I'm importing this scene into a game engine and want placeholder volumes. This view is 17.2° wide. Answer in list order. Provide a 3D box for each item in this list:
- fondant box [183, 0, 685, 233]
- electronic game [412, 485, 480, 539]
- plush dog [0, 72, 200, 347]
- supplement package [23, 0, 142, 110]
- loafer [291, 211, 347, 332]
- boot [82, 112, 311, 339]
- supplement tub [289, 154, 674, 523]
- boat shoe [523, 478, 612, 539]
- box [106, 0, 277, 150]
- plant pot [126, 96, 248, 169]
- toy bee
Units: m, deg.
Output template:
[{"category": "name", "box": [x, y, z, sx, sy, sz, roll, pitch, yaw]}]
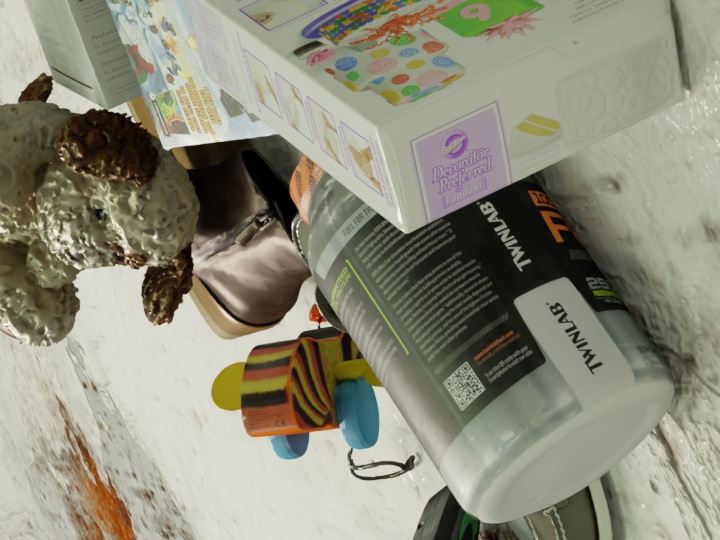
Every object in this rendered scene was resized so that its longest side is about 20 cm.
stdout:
[{"category": "fondant box", "box": [0.027, -0.104, 1.057, 0.200, 0.144, 0.058, 39, 150, 53]}, {"category": "electronic game", "box": [0.044, 0.222, 1.449, 0.042, 0.200, 0.200, 12, 145, 9]}, {"category": "plush dog", "box": [-0.181, -0.050, 1.548, 0.172, 0.161, 0.200, 12, 148, 28]}, {"category": "supplement package", "box": [-0.162, -0.220, 1.488, 0.114, 0.109, 0.200, 30, 142, 61]}, {"category": "loafer", "box": [0.000, 0.000, 1.400, 0.200, 0.070, 0.070, 24, 137, 64]}, {"category": "boot", "box": [-0.105, -0.054, 1.596, 0.200, 0.072, 0.166, 51, 147, 2]}, {"category": "supplement tub", "box": [0.055, 0.014, 1.179, 0.200, 0.122, 0.123, 56, 161, 21]}, {"category": "boat shoe", "box": [0.086, 0.090, 1.298, 0.072, 0.060, 0.202, 31, 143, 60]}, {"category": "box", "box": [-0.092, -0.173, 1.385, 0.137, 0.040, 0.200, -3, 114, 43]}, {"category": "plant pot", "box": [-0.135, -0.128, 1.679, 0.200, 0.027, 0.200, 53, 160, 29]}, {"category": "toy bee", "box": [-0.031, 0.068, 1.530, 0.200, 0.131, 0.109, 90, 175, -75]}]
